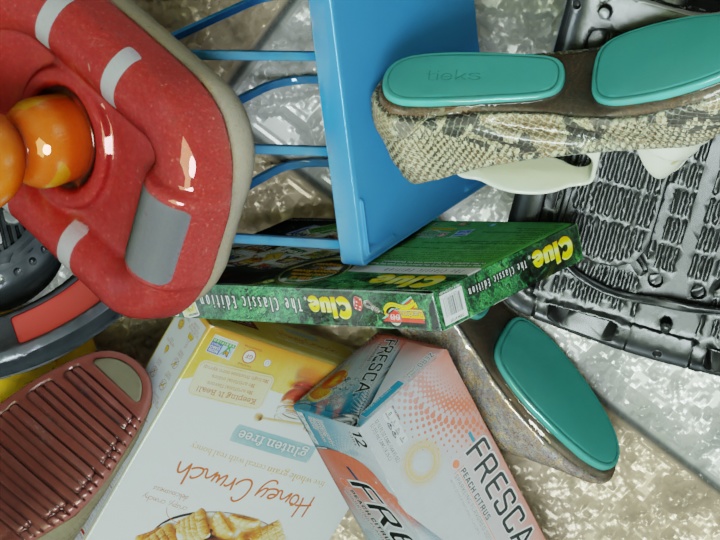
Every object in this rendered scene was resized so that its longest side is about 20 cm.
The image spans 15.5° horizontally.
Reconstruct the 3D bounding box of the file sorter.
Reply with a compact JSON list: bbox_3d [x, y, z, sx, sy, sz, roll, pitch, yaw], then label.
[{"bbox_3d":[-0.027,-0.122,1.298,0.122,0.139,0.201,3,110,30],"label":"file sorter"}]

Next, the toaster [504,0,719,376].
[{"bbox_3d":[0.172,-0.043,1.307,0.180,0.119,0.201,15,110,5],"label":"toaster"}]

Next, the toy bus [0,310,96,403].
[{"bbox_3d":[-0.198,0.117,1.433,0.191,0.136,0.201,11,113,-12],"label":"toy bus"}]

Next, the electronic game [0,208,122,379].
[{"bbox_3d":[-0.190,-0.009,1.342,0.199,0.200,0.042,-6,127,12],"label":"electronic game"}]

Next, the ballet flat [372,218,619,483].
[{"bbox_3d":[0.055,0.041,1.393,0.067,0.068,0.200,-37,93,36],"label":"ballet flat"}]

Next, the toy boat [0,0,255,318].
[{"bbox_3d":[-0.153,-0.061,1.243,0.200,0.130,0.131,40,128,32],"label":"toy boat"}]

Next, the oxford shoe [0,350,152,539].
[{"bbox_3d":[-0.175,0.124,1.350,0.200,0.075,0.070,-47,68,0],"label":"oxford shoe"}]

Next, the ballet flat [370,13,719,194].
[{"bbox_3d":[0.106,-0.072,1.219,0.199,0.068,0.075,-7,129,17],"label":"ballet flat"}]

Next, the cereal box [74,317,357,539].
[{"bbox_3d":[-0.077,0.120,1.401,0.144,0.040,0.200,18,109,-36],"label":"cereal box"}]

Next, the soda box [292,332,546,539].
[{"bbox_3d":[0.045,0.132,1.384,0.068,0.063,0.200,-40,118,-24],"label":"soda box"}]

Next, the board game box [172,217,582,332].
[{"bbox_3d":[0.000,0.000,1.283,0.200,0.105,0.024,2,108,46],"label":"board game box"}]
